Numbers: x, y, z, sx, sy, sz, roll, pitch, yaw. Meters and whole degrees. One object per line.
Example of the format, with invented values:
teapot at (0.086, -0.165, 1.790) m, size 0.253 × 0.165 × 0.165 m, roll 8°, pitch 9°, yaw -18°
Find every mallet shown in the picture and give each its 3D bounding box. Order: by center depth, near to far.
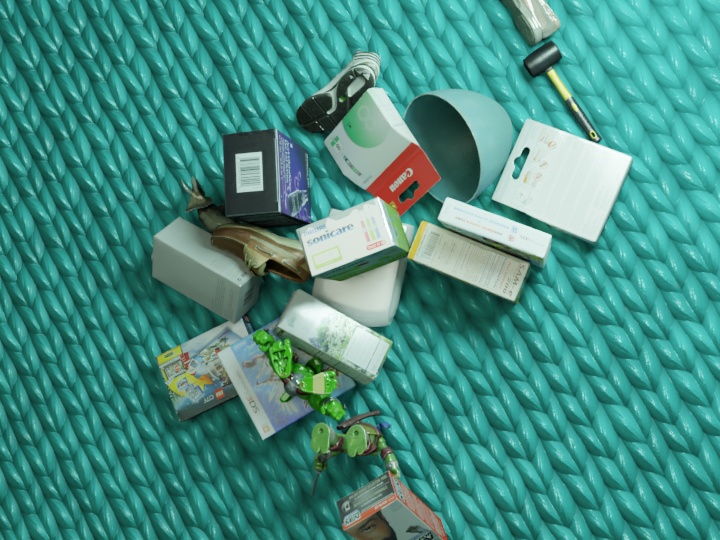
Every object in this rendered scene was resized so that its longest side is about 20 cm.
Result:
mallet at (0.374, -0.318, 1.462) m, size 0.066 × 0.041 × 0.200 m, roll -41°, pitch 83°, yaw 12°

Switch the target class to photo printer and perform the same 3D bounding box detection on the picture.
photo printer at (0.000, 0.000, 1.515) m, size 0.165 × 0.069 × 0.202 m, roll 13°, pitch 90°, yaw 14°

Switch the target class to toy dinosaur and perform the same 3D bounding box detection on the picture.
toy dinosaur at (-0.263, -0.087, 1.566) m, size 0.200 × 0.102 × 0.077 m, roll 42°, pitch 97°, yaw 13°

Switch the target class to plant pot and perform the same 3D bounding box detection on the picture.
plant pot at (0.187, -0.231, 1.438) m, size 0.134 × 0.200 × 0.201 m, roll -27°, pitch 79°, yaw -28°

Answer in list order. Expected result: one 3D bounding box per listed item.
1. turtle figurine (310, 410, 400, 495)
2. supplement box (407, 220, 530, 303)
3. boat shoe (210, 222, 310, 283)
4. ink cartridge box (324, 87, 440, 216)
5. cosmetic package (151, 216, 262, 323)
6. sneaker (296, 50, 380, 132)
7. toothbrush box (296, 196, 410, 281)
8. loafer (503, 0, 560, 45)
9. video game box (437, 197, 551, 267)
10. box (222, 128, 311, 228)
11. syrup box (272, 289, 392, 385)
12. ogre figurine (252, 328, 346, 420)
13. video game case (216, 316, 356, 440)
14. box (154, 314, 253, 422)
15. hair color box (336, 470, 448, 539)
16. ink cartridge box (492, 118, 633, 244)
turtle figurine at (-0.011, 0.338, 1.426) m, size 0.144 × 0.194 × 0.201 m, roll 35°, pitch 83°, yaw 29°
supplement box at (0.193, -0.013, 1.442) m, size 0.199 × 0.126 × 0.074 m, roll 23°, pitch 91°, yaw 13°
boat shoe at (-0.177, -0.029, 1.490) m, size 0.198 × 0.076 × 0.074 m, roll 14°, pitch 63°, yaw 4°
ink cartridge box at (0.034, -0.202, 1.487) m, size 0.161 × 0.050 × 0.201 m, roll -42°, pitch 75°, yaw 45°
cosmetic package at (-0.291, -0.001, 1.556) m, size 0.199 × 0.085 × 0.108 m, roll 30°, pitch 134°, yaw 13°
sneaker at (-0.031, -0.338, 1.546) m, size 0.200 × 0.116 × 0.076 m, roll -28°, pitch 114°, yaw 39°
toothbrush box at (-0.005, -0.047, 1.381) m, size 0.145 × 0.200 × 0.087 m, roll -20°, pitch 82°, yaw 9°
loafer at (0.288, -0.504, 1.480) m, size 0.063 × 0.072 × 0.201 m, roll -28°, pitch 87°, yaw -6°
video game box at (0.232, -0.061, 1.397) m, size 0.181 × 0.200 × 0.047 m, roll 24°, pitch 91°, yaw 13°
box at (-0.166, -0.162, 1.496) m, size 0.103 × 0.200 × 0.150 m, roll -4°, pitch 87°, yaw 13°
syrup box at (-0.051, 0.121, 1.473) m, size 0.199 × 0.081 × 0.079 m, roll 29°, pitch 71°, yaw -5°
ogre figurine at (-0.108, 0.187, 1.440) m, size 0.199 × 0.120 × 0.099 m, roll 24°, pitch 73°, yaw 3°
video game case at (-0.136, 0.185, 1.525) m, size 0.199 × 0.045 × 0.182 m, roll -30°, pitch 83°, yaw -6°
box at (-0.283, 0.189, 1.590) m, size 0.199 × 0.038 × 0.138 m, roll -26°, pitch 82°, yaw 11°
hair color box at (0.059, 0.438, 1.420) m, size 0.110 × 0.200 × 0.064 m, roll -33°, pitch 38°, yaw 10°
ink cartridge box at (0.356, -0.158, 1.456) m, size 0.199 × 0.047 × 0.161 m, roll 25°, pitch 94°, yaw 19°
